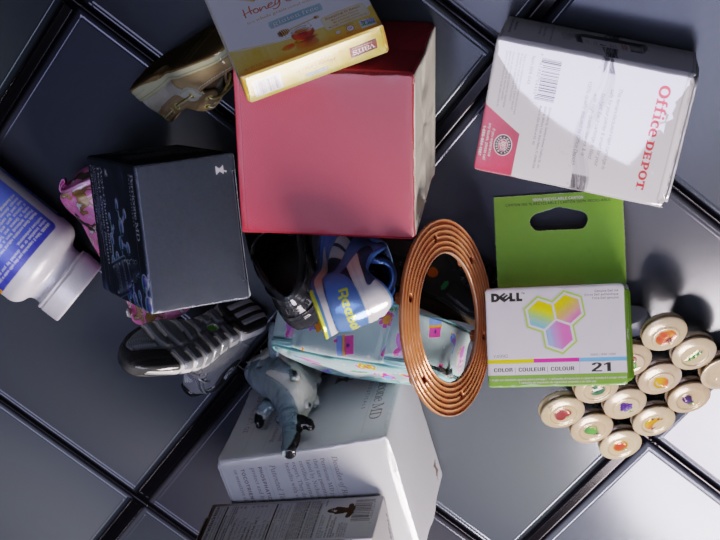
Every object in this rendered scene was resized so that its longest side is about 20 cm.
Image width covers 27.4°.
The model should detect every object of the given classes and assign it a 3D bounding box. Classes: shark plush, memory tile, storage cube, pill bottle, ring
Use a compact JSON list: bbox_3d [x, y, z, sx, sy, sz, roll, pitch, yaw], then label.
[{"bbox_3d":[-0.084,0.150,1.651,0.083,0.201,0.091,-35,132,11],"label":"shark plush"},{"bbox_3d":[0.308,0.131,1.616,0.153,0.017,0.200,30,121,-32],"label":"memory tile"},{"bbox_3d":[-0.021,-0.146,1.498,0.178,0.171,0.201,2,116,9],"label":"storage cube"},{"bbox_3d":[-0.395,-0.036,1.664,0.200,0.112,0.112,40,117,-8],"label":"pill bottle"},{"bbox_3d":[0.084,0.048,1.503,0.019,0.200,0.202,-4,116,31],"label":"ring"}]

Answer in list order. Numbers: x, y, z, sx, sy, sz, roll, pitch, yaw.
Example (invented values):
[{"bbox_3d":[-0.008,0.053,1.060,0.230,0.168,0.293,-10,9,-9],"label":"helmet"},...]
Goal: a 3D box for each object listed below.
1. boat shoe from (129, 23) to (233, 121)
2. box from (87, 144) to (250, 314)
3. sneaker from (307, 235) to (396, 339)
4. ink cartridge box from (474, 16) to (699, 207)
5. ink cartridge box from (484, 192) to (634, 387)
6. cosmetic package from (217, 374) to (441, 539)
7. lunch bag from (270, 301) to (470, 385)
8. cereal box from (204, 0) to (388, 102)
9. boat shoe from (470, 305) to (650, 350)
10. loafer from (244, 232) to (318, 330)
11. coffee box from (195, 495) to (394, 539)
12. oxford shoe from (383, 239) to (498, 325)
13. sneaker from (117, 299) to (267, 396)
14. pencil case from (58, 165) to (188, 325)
[{"bbox_3d":[-0.166,-0.201,1.526,0.066,0.074,0.200,46,155,-20],"label":"boat shoe"},{"bbox_3d":[-0.201,-0.047,1.525,0.106,0.200,0.150,-10,100,-23],"label":"box"},{"bbox_3d":[0.000,0.000,1.488,0.082,0.200,0.074,-17,117,12],"label":"sneaker"},{"bbox_3d":[0.227,-0.161,1.486,0.198,0.085,0.147,13,118,8],"label":"ink cartridge box"},{"bbox_3d":[0.205,0.018,1.539,0.147,0.076,0.202,-3,89,15],"label":"ink cartridge box"},{"bbox_3d":[-0.029,0.227,1.684,0.198,0.168,0.167,-11,114,16],"label":"cosmetic package"},{"bbox_3d":[0.017,0.079,1.597,0.199,0.160,0.078,8,79,27],"label":"lunch bag"},{"bbox_3d":[-0.072,-0.259,1.421,0.143,0.201,0.040,-22,140,-4],"label":"cereal box"},{"bbox_3d":[0.223,0.087,1.622,0.198,0.070,0.067,-11,113,8],"label":"boat shoe"},{"bbox_3d":[-0.086,-0.028,1.562,0.068,0.201,0.070,-28,141,7],"label":"loafer"},{"bbox_3d":[-0.065,0.315,1.595,0.198,0.080,0.115,-6,116,15],"label":"coffee box"},{"bbox_3d":[0.086,0.023,1.625,0.199,0.073,0.085,20,148,-6],"label":"oxford shoe"},{"bbox_3d":[-0.195,0.108,1.659,0.075,0.199,0.116,47,132,26],"label":"sneaker"},{"bbox_3d":[-0.258,-0.032,1.656,0.082,0.086,0.201,-5,119,49],"label":"pencil case"}]
